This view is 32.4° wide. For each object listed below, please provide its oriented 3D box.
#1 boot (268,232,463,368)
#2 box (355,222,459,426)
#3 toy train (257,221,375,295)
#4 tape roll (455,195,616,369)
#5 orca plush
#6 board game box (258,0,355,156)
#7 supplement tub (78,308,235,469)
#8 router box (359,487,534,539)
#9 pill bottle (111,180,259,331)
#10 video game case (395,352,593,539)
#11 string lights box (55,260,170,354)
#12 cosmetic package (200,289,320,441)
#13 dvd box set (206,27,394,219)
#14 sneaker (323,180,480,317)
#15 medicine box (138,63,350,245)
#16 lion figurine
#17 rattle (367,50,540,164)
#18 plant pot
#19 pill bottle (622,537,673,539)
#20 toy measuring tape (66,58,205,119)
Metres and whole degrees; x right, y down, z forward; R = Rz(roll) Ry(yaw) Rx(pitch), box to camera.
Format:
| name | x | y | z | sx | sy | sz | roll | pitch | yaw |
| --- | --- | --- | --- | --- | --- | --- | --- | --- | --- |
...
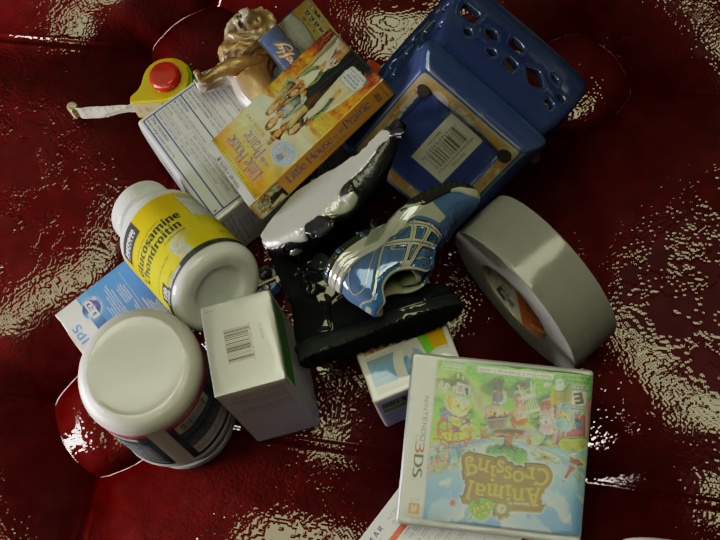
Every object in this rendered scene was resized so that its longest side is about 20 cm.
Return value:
| name | x | y | z | sx | sy | sz | roll | pitch | yaw |
| --- | --- | --- | --- | --- | --- | --- | --- | --- | --- |
| boot | 0.000 | 0.000 | 1.373 | 0.198 | 0.076 | 0.170 | -18 | 70 | 10 |
| box | 0.039 | 0.058 | 1.440 | 0.111 | 0.102 | 0.202 | -22 | 66 | 1 |
| toy train | -0.066 | -0.002 | 1.523 | 0.198 | 0.034 | 0.046 | -25 | 78 | -2 |
| tape roll | 0.193 | 0.015 | 1.380 | 0.066 | 0.201 | 0.201 | -39 | 67 | -8 |
| orca plush | -0.014 | -0.078 | 1.336 | 0.200 | 0.071 | 0.105 | -49 | 38 | 1 |
| board game box | -0.030 | -0.228 | 1.509 | 0.034 | 0.136 | 0.201 | -34 | 102 | 27 |
| supplement tub | -0.223 | 0.139 | 1.397 | 0.138 | 0.200 | 0.142 | -3 | 67 | 8 |
| router box | 0.110 | 0.300 | 1.359 | 0.179 | 0.049 | 0.201 | 36 | 78 | 21 |
| pill bottle | -0.210 | -0.024 | 1.432 | 0.112 | 0.112 | 0.200 | -42 | 47 | -9 |
| video game case | 0.144 | 0.189 | 1.329 | 0.197 | 0.022 | 0.185 | 5 | 83 | 5 |
| string lights box | -0.262 | 0.037 | 1.523 | 0.199 | 0.059 | 0.103 | -39 | 67 | -7 |
| cosmetic package | -0.110 | 0.111 | 1.390 | 0.084 | 0.200 | 0.109 | -15 | 69 | 5 |
| dvd box set | -0.071 | -0.166 | 1.377 | 0.200 | 0.029 | 0.147 | -43 | 42 | 4 |
| sneaker | 0.056 | -0.022 | 1.311 | 0.199 | 0.076 | 0.077 | -36 | 67 | -21 |
| medicine box | -0.143 | -0.159 | 1.559 | 0.199 | 0.103 | 0.183 | -36 | 67 | -7 |
| lion figurine | -0.127 | -0.216 | 1.496 | 0.121 | 0.073 | 0.202 | -24 | 80 | -10 |
| rattle | 0.115 | -0.203 | 1.549 | 0.197 | 0.145 | 0.130 | -9 | 22 | -2 |
| plant pot | 0.111 | -0.176 | 1.412 | 0.199 | 0.200 | 0.180 | 40 | 39 | -7 |
| pill bottle | 0.305 | 0.383 | 1.258 | 0.111 | 0.113 | 0.203 | 7 | 70 | 12 |
| toy measuring tape | -0.288 | -0.242 | 1.637 | 0.197 | 0.074 | 0.075 | -4 | 67 | 7 |
